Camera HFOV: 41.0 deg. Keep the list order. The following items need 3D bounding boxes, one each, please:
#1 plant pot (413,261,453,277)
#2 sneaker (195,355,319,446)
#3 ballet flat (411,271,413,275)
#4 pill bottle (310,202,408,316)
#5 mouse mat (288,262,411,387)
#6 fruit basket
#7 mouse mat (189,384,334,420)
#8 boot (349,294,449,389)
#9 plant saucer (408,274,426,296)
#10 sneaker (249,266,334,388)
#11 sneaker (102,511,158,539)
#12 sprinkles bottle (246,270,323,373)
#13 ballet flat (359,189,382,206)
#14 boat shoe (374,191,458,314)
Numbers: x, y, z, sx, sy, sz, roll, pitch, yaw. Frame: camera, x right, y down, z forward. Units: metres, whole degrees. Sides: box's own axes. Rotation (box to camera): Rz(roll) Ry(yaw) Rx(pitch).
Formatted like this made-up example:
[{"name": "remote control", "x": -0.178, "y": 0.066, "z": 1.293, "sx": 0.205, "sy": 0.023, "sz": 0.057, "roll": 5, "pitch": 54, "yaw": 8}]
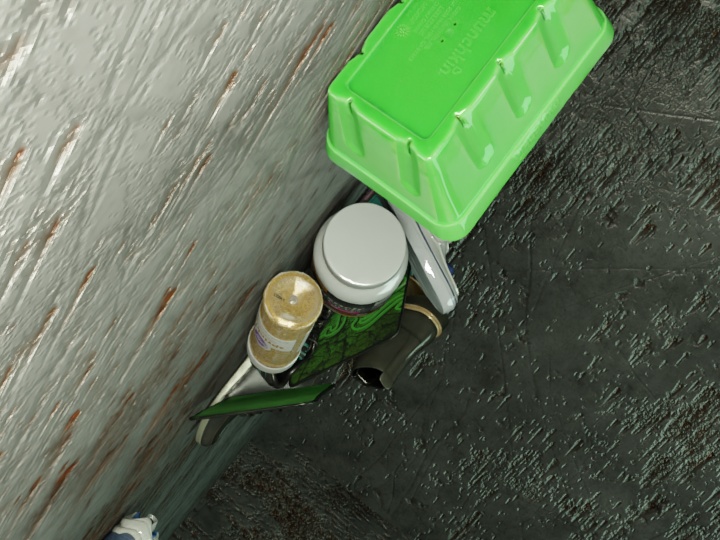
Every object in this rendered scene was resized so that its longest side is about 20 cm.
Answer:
[{"name": "plant pot", "x": 0.034, "y": 0.033, "z": 1.610, "sx": 0.201, "sy": 0.199, "sz": 0.180, "roll": -51, "pitch": 170, "yaw": -14}, {"name": "sneaker", "x": -0.151, "y": 0.196, "z": 1.405, "sx": 0.201, "sy": 0.106, "sz": 0.075, "roll": -53, "pitch": 177, "yaw": 5}, {"name": "ballet flat", "x": 0.000, "y": 0.000, "z": 1.444, "sx": 0.198, "sy": 0.069, "sz": 0.063, "roll": -20, "pitch": -150, "yaw": 27}, {"name": "pill bottle", "x": -0.002, "y": -0.012, "z": 1.158, "sx": 0.117, "sy": 0.116, "sz": 0.200, "roll": -52, "pitch": 177, "yaw": -10}, {"name": "mouse mat", "x": -0.013, "y": 0.065, "z": 1.289, "sx": 0.199, "sy": 0.008, "sz": 0.162, "roll": -28, "pitch": -149, "yaw": 32}, {"name": "fruit basket", "x": 0.072, "y": -0.134, "z": 0.717, "sx": 0.216, "sy": 0.155, "sz": 0.216, "roll": -44, "pitch": 158, "yaw": -23}, {"name": "mouse mat", "x": -0.123, "y": 0.172, "z": 1.263, "sx": 0.159, "sy": 0.008, "sz": 0.200, "roll": -9, "pitch": 180, "yaw": 7}, {"name": "boot", "x": 0.006, "y": 0.097, "z": 1.279, "sx": 0.199, "sy": 0.078, "sz": 0.138, "roll": -12, "pitch": -150, "yaw": 53}, {"name": "plant saucer", "x": 0.005, "y": 0.040, "z": 1.408, "sx": 0.201, "sy": 0.198, "sz": 0.036, "roll": 125, "pitch": -22, "yaw": -46}, {"name": "sneaker", "x": -0.069, "y": 0.073, "z": 1.288, "sx": 0.201, "sy": 0.075, "sz": 0.079, "roll": -54, "pitch": -148, "yaw": 12}, {"name": "sneaker", "x": -0.338, "y": 0.418, "z": 1.368, "sx": 0.147, "sy": 0.080, "sz": 0.201, "roll": -46, "pitch": 169, "yaw": -32}, {"name": "sprinkles bottle", "x": -0.091, "y": 0.064, "z": 1.125, "sx": 0.068, "sy": 0.068, "sz": 0.200, "roll": -51, "pitch": 176, "yaw": -23}, {"name": "ballet flat", "x": 0.055, "y": -0.124, "z": 1.344, "sx": 0.200, "sy": 0.069, "sz": 0.071, "roll": -48, "pitch": -165, "yaw": -11}, {"name": "boat shoe", "x": 0.081, "y": -0.050, "z": 1.161, "sx": 0.066, "sy": 0.202, "sz": 0.074, "roll": -24, "pitch": 171, "yaw": -7}]
